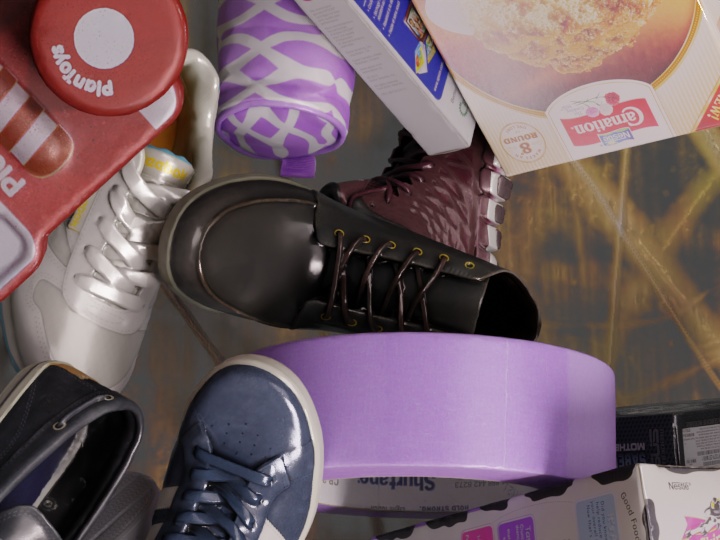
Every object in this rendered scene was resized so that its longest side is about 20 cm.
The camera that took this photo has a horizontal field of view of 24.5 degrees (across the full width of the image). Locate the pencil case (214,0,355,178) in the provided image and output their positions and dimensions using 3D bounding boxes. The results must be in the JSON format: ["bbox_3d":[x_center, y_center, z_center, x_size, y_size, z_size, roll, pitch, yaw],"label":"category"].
[{"bbox_3d":[-0.038,-0.162,0.951,0.083,0.086,0.201,5,71,5],"label":"pencil case"}]

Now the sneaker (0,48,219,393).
[{"bbox_3d":[-0.124,-0.024,0.840,0.076,0.081,0.201,25,62,-31],"label":"sneaker"}]

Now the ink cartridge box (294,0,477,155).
[{"bbox_3d":[0.008,-0.161,0.909,0.200,0.037,0.095,48,46,-40],"label":"ink cartridge box"}]

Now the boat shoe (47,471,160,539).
[{"bbox_3d":[-0.160,0.180,0.781,0.200,0.072,0.071,-45,127,-31],"label":"boat shoe"}]

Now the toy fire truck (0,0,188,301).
[{"bbox_3d":[-0.178,-0.103,0.722,0.168,0.112,0.200,-43,106,1],"label":"toy fire truck"}]

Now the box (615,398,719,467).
[{"bbox_3d":[0.183,0.105,0.991,0.199,0.157,0.051,0,84,-44],"label":"box"}]

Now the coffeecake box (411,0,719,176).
[{"bbox_3d":[0.110,-0.163,0.892,0.200,0.153,0.073,58,38,-27],"label":"coffeecake box"}]

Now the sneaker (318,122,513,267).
[{"bbox_3d":[0.029,-0.060,0.979,0.115,0.076,0.201,14,71,-32],"label":"sneaker"}]

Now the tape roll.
[{"bbox_3d":[0.032,0.085,0.861,0.199,0.200,0.066,14,70,-35],"label":"tape roll"}]

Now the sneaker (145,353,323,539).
[{"bbox_3d":[-0.073,0.138,0.752,0.085,0.075,0.201,-38,145,-70],"label":"sneaker"}]

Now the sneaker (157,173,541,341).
[{"bbox_3d":[0.000,0.000,0.843,0.199,0.106,0.075,8,96,-43],"label":"sneaker"}]

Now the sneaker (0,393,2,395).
[{"bbox_3d":[-0.207,0.095,0.745,0.199,0.088,0.075,-11,84,-41],"label":"sneaker"}]

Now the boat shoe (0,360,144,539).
[{"bbox_3d":[-0.158,0.123,0.721,0.200,0.062,0.075,-61,149,-36],"label":"boat shoe"}]

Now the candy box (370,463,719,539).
[{"bbox_3d":[0.131,0.152,0.835,0.167,0.200,0.072,7,69,-36],"label":"candy box"}]
